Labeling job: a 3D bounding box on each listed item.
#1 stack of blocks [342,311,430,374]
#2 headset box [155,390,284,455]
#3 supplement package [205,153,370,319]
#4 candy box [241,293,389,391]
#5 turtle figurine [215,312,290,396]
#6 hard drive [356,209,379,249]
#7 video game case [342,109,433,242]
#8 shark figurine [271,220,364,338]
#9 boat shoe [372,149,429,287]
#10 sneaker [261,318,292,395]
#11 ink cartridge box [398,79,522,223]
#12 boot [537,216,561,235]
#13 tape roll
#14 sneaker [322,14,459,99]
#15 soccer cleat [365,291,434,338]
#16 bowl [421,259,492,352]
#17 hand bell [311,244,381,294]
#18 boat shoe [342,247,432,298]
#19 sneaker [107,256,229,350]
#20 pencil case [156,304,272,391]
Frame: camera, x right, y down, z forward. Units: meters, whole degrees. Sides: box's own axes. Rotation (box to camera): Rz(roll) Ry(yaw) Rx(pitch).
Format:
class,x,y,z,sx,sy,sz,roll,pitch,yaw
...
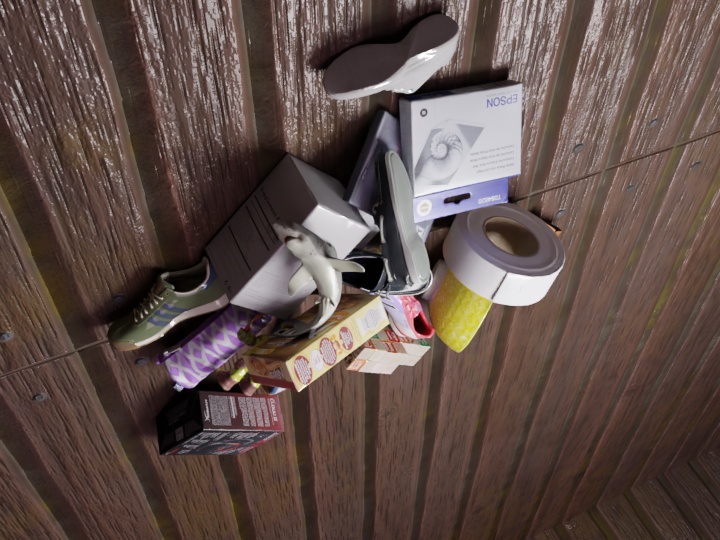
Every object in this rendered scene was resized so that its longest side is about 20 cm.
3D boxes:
class,x,y,z,sx,sy,sz,roll,pitch,yaw
stack of blocks,0.037,0.131,1.496,0.200,0.115,0.059,13,126,-44
headset box,-0.250,0.284,1.473,0.200,0.075,0.149,12,146,-43
supplement package,-0.109,-0.046,1.178,0.200,0.120,0.121,-45,141,18
candy box,-0.066,0.103,1.210,0.200,0.115,0.055,-33,111,-36
turtle figurine,-0.145,0.135,1.292,0.161,0.064,0.200,-45,156,16
hard drive,-0.027,-0.053,1.283,0.200,0.025,0.132,-46,158,20
video game case,0.064,-0.138,1.223,0.200,0.019,0.143,24,87,-49
shark figurine,-0.054,0.013,1.126,0.128,0.090,0.215,7,130,5
boat shoe,0.046,-0.072,1.163,0.060,0.201,0.076,-10,-176,27
sneaker,-0.116,0.146,1.453,0.088,0.075,0.200,-11,149,-37
ink cartridge box,0.155,-0.175,1.217,0.199,0.041,0.201,-15,117,-22
boot,0.342,-0.022,1.575,0.155,0.074,0.200,-56,154,10
tape roll,0.246,-0.034,1.378,0.202,0.203,0.071,-6,138,-30
sneaker,0.045,-0.265,1.080,0.200,0.075,0.089,-25,155,-10
soccer cleat,0.068,0.050,1.423,0.068,0.073,0.200,-55,134,-26
bowl,0.176,0.038,1.471,0.107,0.200,0.200,26,126,-1
hand bell,0.000,0.000,1.307,0.200,0.104,0.104,-19,143,-24
boat shoe,0.029,0.005,1.249,0.199,0.062,0.075,15,108,-27
sneaker,-0.296,0.041,1.203,0.200,0.067,0.090,-24,136,-10
pencil case,-0.237,0.105,1.305,0.200,0.084,0.085,-40,123,9
